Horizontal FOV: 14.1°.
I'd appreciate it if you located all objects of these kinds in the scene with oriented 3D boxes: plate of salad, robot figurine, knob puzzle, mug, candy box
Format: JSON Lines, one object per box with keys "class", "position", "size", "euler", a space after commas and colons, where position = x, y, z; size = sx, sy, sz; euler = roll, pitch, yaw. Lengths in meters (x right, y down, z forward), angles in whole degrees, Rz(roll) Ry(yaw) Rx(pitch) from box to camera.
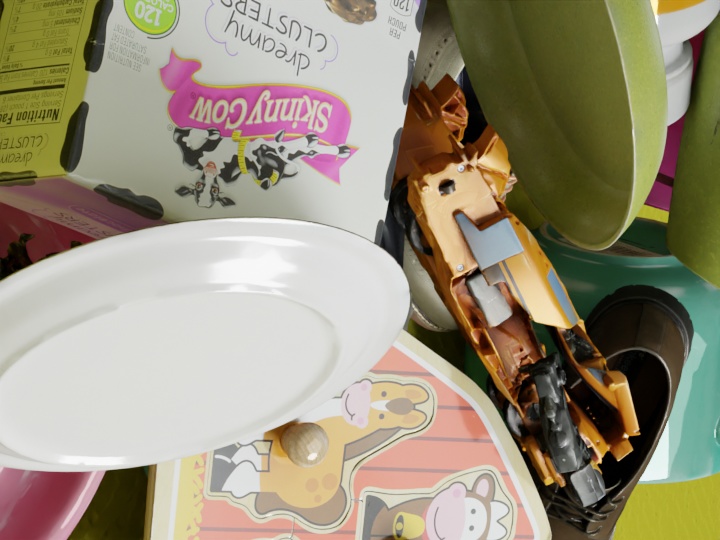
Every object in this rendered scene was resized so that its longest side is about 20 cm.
{"class": "plate of salad", "position": [-0.080, 0.024, 1.138], "size": [0.200, 0.200, 0.048], "euler": [37, 34, -57]}
{"class": "robot figurine", "position": [0.069, 0.014, 1.345], "size": [0.058, 0.145, 0.200], "euler": [-29, 117, -1]}
{"class": "knob puzzle", "position": [0.001, 0.119, 1.311], "size": [0.220, 0.030, 0.220], "euler": [-3, 97, -25]}
{"class": "mug", "position": [0.149, 0.036, 1.553], "size": [0.152, 0.185, 0.114], "euler": [-86, 180, -74]}
{"class": "candy box", "position": [-0.057, -0.102, 1.180], "size": [0.168, 0.072, 0.200], "euler": [23, 72, -42]}

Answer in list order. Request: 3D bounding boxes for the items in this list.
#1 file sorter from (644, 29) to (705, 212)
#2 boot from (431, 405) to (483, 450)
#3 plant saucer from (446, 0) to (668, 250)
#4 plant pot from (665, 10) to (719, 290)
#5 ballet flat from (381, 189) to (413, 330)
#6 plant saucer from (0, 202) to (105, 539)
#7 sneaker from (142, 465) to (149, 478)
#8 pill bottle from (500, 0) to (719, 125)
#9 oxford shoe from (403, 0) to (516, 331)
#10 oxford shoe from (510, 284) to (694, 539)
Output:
{"class": "file sorter", "position": [0.150, -0.142, 1.506], "size": [0.125, 0.139, 0.200], "euler": [20, 89, -57]}
{"class": "boot", "position": [0.018, 0.152, 1.399], "size": [0.200, 0.070, 0.132], "euler": [88, 25, -54]}
{"class": "plant saucer", "position": [0.085, -0.108, 1.258], "size": [0.031, 0.200, 0.200], "euler": [-19, 127, -15]}
{"class": "plant pot", "position": [0.233, -0.079, 1.404], "size": [0.187, 0.187, 0.200], "euler": [5, 117, -58]}
{"class": "ballet flat", "position": [0.000, 0.000, 1.414], "size": [0.073, 0.073, 0.200], "euler": [-26, 124, -49]}
{"class": "plant saucer", "position": [-0.171, 0.047, 1.189], "size": [0.201, 0.051, 0.201], "euler": [-31, 130, -47]}
{"class": "sneaker", "position": [-0.044, 0.018, 1.338], "size": [0.071, 0.083, 0.200], "euler": [-5, 109, -56]}
{"class": "pill bottle", "position": [0.116, -0.169, 1.351], "size": [0.111, 0.111, 0.200], "euler": [-34, 133, -45]}
{"class": "oxford shoe", "position": [0.046, -0.046, 1.446], "size": [0.071, 0.074, 0.200], "euler": [-34, 132, -29]}
{"class": "oxford shoe", "position": [0.102, 0.106, 1.456], "size": [0.084, 0.073, 0.200], "euler": [-66, 177, -70]}
